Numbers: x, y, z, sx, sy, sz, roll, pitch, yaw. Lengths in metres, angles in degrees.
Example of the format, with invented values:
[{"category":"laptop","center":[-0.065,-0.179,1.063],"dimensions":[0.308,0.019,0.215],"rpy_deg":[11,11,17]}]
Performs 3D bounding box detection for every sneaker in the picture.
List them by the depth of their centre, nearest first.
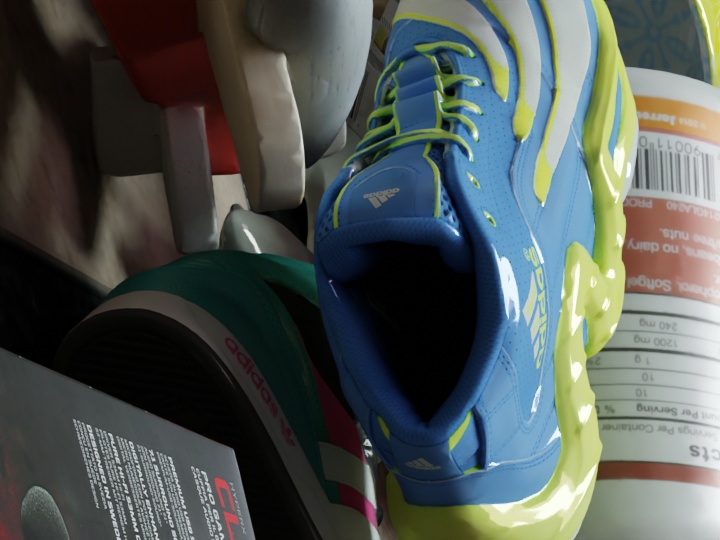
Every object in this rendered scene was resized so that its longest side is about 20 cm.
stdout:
[{"category":"sneaker","center":[0.031,-0.024,0.669],"dimensions":[0.105,0.075,0.201],"rpy_deg":[55,30,-62]},{"category":"sneaker","center":[-0.015,0.078,0.723],"dimensions":[0.201,0.083,0.121],"rpy_deg":[67,23,-17]}]

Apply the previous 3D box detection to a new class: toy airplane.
[{"category":"toy airplane","center":[-0.038,-0.106,0.711],"dimensions":[0.199,0.141,0.201],"rpy_deg":[32,36,-83]}]

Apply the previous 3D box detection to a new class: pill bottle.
[{"category":"pill bottle","center":[0.075,0.050,0.766],"dimensions":[0.112,0.112,0.201],"rpy_deg":[50,37,-60]}]

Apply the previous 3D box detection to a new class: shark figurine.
[{"category":"shark figurine","center":[0.005,0.007,0.866],"dimensions":[0.215,0.089,0.129],"rpy_deg":[-73,151,-71]}]

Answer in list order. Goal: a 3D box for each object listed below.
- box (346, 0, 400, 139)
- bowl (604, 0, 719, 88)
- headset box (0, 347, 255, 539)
[{"category":"box","center":[0.003,-0.144,0.796],"dimensions":[0.156,0.041,0.200],"rpy_deg":[44,-35,23]},{"category":"bowl","center":[0.072,-0.096,0.981],"dimensions":[0.108,0.200,0.201],"rpy_deg":[-34,108,-48]},{"category":"headset box","center":[-0.065,0.100,0.475],"dimensions":[0.200,0.075,0.149],"rpy_deg":[37,36,-68]}]
